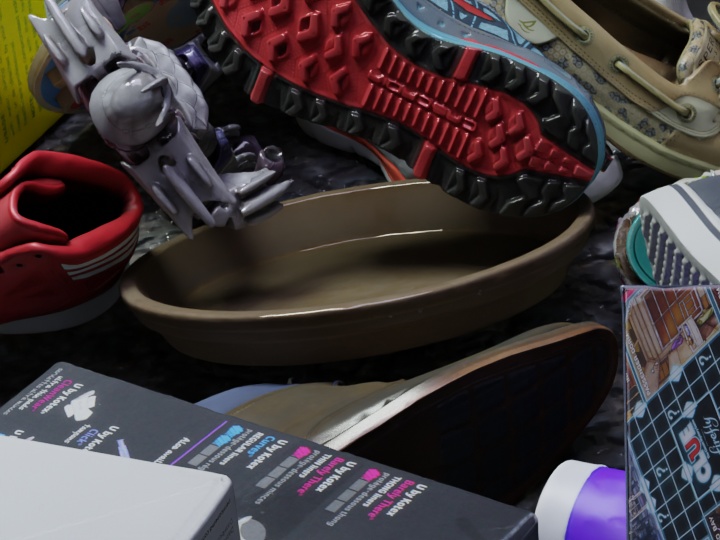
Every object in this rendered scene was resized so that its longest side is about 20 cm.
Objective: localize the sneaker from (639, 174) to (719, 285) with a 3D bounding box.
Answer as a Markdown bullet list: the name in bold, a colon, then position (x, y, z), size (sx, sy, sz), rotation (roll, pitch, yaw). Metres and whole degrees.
- **sneaker**: position (0.159, 0.018, 0.991), size (0.079, 0.079, 0.200), rotation (-15, 32, -4)

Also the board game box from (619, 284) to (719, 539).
- **board game box**: position (0.149, 0.104, 0.881), size (0.135, 0.201, 0.035), rotation (-1, -3, 9)

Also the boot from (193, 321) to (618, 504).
- **boot**: position (0.000, 0.056, 1.091), size (0.199, 0.075, 0.097), rotation (-28, 40, -28)

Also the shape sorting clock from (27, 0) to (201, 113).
- **shape sorting clock**: position (-0.065, -0.130, 1.336), size (0.199, 0.200, 0.039), rotation (-29, 77, -32)

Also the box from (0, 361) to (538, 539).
- **box**: position (-0.048, 0.126, 0.938), size (0.199, 0.123, 0.106), rotation (15, 37, 32)

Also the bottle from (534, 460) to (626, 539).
- **bottle**: position (0.157, 0.108, 0.985), size (0.199, 0.066, 0.084), rotation (12, 33, 28)

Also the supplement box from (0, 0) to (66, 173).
- **supplement box**: position (-0.218, -0.102, 1.357), size (0.108, 0.110, 0.200), rotation (9, 35, 24)

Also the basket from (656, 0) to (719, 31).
- **basket**: position (0.196, -0.181, 1.391), size (0.199, 0.136, 0.123), rotation (-20, 30, -21)

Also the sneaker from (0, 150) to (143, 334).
- **sneaker**: position (-0.182, -0.005, 1.171), size (0.199, 0.116, 0.079), rotation (-22, 75, -22)

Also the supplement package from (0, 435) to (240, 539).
- **supplement package**: position (-0.137, 0.163, 0.820), size (0.190, 0.201, 0.147), rotation (9, 34, 23)

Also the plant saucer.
- **plant saucer**: position (0.000, 0.000, 1.182), size (0.199, 0.030, 0.200), rotation (-9, 14, 2)

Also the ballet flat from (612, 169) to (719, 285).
- **ballet flat**: position (0.199, -0.012, 1.191), size (0.199, 0.076, 0.064), rotation (-5, 0, -6)

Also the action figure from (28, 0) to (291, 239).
- **action figure**: position (-0.080, -0.072, 1.215), size (0.069, 0.131, 0.200), rotation (-25, -2, 3)

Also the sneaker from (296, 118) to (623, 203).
- **sneaker**: position (0.034, -0.082, 1.303), size (0.077, 0.082, 0.199), rotation (-30, 38, -34)

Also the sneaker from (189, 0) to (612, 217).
- **sneaker**: position (0.015, -0.088, 1.203), size (0.200, 0.080, 0.095), rotation (36, 16, 8)

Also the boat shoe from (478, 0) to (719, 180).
- **boat shoe**: position (0.122, -0.095, 1.262), size (0.199, 0.063, 0.073), rotation (22, 33, -10)
